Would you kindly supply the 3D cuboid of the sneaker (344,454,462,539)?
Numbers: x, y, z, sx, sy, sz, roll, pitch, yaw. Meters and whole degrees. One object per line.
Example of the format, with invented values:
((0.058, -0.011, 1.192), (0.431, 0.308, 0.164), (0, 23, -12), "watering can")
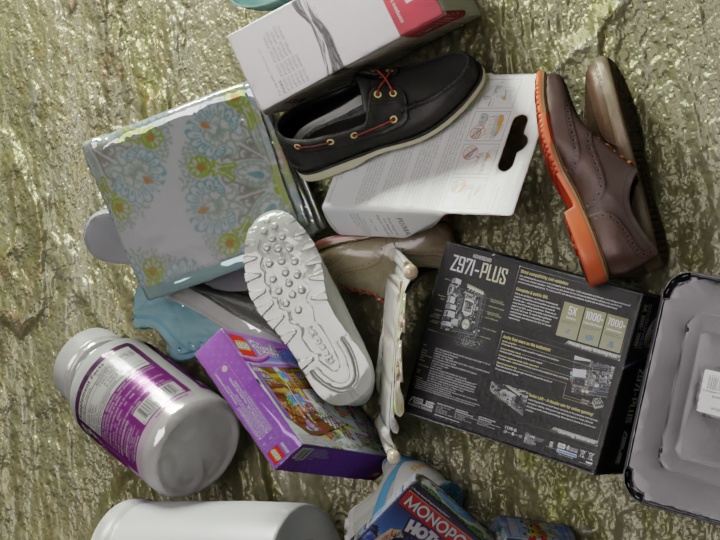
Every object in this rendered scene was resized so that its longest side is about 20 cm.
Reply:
((0.019, 0.270, 1.690), (0.081, 0.076, 0.200), (32, 96, 38), "sneaker")

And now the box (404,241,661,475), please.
((0.159, 0.077, 1.615), (0.200, 0.086, 0.164), (15, 93, 30), "box")

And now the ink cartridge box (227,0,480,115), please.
((-0.005, -0.230, 1.689), (0.200, 0.147, 0.083), (-26, 90, 18), "ink cartridge box")

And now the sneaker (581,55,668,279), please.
((0.215, -0.090, 1.607), (0.075, 0.070, 0.200), (-16, 78, 21), "sneaker")

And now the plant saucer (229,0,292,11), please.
((-0.045, -0.320, 1.760), (0.200, 0.036, 0.200), (-28, 36, 23), "plant saucer")

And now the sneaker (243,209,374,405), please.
((-0.047, 0.038, 1.695), (0.076, 0.080, 0.200), (-26, 82, 10), "sneaker")

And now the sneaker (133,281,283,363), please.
((-0.150, 0.061, 1.811), (0.200, 0.074, 0.082), (24, 105, 38), "sneaker")

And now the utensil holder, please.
((-0.135, 0.302, 1.716), (0.200, 0.170, 0.170), (-3, 83, 27), "utensil holder")

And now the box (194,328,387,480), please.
((-0.056, 0.127, 1.668), (0.039, 0.200, 0.137), (-43, 65, 14), "box")

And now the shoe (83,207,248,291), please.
((-0.176, -0.032, 1.831), (0.200, 0.091, 0.072), (9, 103, 1), "shoe")

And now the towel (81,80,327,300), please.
((-0.150, -0.078, 1.743), (0.200, 0.048, 0.171), (-19, 97, 14), "towel")

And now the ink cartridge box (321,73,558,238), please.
((0.078, -0.107, 1.669), (0.200, 0.057, 0.163), (6, 61, 27), "ink cartridge box")

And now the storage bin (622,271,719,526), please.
((0.315, 0.111, 1.519), (0.135, 0.094, 0.200), (13, 92, 31), "storage bin")

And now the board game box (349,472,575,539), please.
((0.086, 0.275, 1.610), (0.200, 0.062, 0.200), (42, 98, -10), "board game box")

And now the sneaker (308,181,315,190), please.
((-0.130, -0.091, 1.825), (0.200, 0.077, 0.089), (15, 124, 28), "sneaker")

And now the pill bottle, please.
((-0.221, 0.136, 1.805), (0.200, 0.112, 0.112), (32, 101, 41), "pill bottle")

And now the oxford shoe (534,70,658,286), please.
((0.201, -0.087, 1.560), (0.072, 0.071, 0.200), (-18, 74, 6), "oxford shoe")

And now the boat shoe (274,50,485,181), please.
((0.018, -0.151, 1.662), (0.201, 0.063, 0.074), (-24, 45, 11), "boat shoe")

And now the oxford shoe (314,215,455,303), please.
((0.000, 0.000, 1.726), (0.200, 0.070, 0.075), (-22, 79, 27), "oxford shoe")

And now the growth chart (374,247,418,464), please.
((0.030, 0.076, 1.641), (0.018, 0.145, 0.200), (3, 106, -6), "growth chart")
